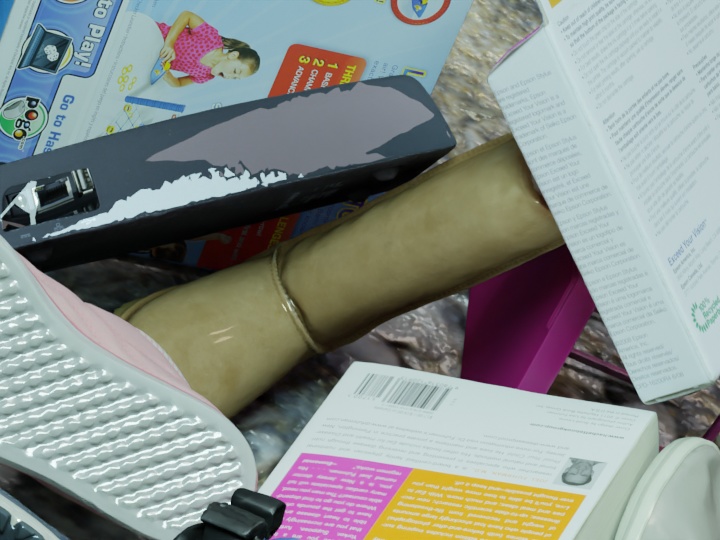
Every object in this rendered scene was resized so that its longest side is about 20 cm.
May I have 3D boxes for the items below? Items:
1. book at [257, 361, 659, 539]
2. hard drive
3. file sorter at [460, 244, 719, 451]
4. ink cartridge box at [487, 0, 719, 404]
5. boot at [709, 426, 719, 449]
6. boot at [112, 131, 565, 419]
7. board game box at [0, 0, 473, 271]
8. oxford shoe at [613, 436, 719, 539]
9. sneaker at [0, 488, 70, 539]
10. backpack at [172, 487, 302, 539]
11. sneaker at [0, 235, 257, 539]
[{"bbox_3d":[0.017,0.108,1.090,0.133,0.048,0.200,10,36,23],"label":"book"},{"bbox_3d":[-0.069,-0.037,1.217,0.199,0.135,0.043,-14,86,-11],"label":"hard drive"},{"bbox_3d":[0.127,0.021,1.310,0.125,0.139,0.200,22,34,-9],"label":"file sorter"},{"bbox_3d":[0.121,-0.075,1.184,0.201,0.043,0.196,64,33,-10],"label":"ink cartridge box"},{"bbox_3d":[0.262,0.056,1.383,0.199,0.107,0.075,-6,43,-41],"label":"boot"},{"bbox_3d":[0.000,0.000,1.196,0.066,0.200,0.175,60,35,-8],"label":"boot"},{"bbox_3d":[-0.068,-0.097,1.285,0.195,0.200,0.056,11,35,-22],"label":"board game box"},{"bbox_3d":[0.119,0.147,1.088,0.058,0.075,0.200,-5,43,27],"label":"oxford shoe"},{"bbox_3d":[-0.183,0.075,1.089,0.199,0.078,0.086,25,30,-2],"label":"sneaker"},{"bbox_3d":[-0.054,0.203,0.916,0.190,0.154,0.200,-27,45,-4],"label":"backpack"},{"bbox_3d":[-0.133,0.035,1.112,0.200,0.075,0.105,35,-3,-11],"label":"sneaker"}]
